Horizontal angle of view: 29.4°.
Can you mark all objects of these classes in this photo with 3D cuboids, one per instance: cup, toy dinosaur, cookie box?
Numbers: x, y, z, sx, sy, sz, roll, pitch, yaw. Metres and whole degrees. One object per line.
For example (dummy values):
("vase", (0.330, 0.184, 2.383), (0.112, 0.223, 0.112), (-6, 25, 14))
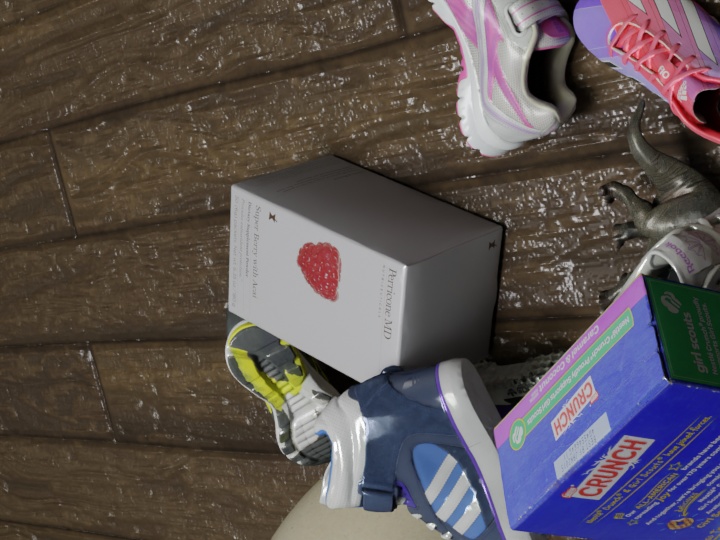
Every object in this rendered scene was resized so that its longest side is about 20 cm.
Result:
("cup", (0.045, 0.212, 1.133), (0.200, 0.200, 0.144), (36, 105, 31))
("toy dinosaur", (0.218, -0.015, 0.941), (0.102, 0.077, 0.201), (0, 90, 30))
("cookie box", (0.208, 0.095, 0.818), (0.171, 0.199, 0.075), (-54, 34, 43))

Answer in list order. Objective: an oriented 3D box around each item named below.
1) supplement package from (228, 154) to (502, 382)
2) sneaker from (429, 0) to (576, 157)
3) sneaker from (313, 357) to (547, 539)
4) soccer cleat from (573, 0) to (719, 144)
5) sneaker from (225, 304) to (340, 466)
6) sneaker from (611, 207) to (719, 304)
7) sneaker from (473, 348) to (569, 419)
("supplement package", (0.000, 0.000, 1.125), (0.200, 0.119, 0.122), (25, 122, 38))
("sneaker", (0.108, -0.183, 0.978), (0.088, 0.081, 0.201), (-1, 112, 45))
("sneaker", (0.047, 0.167, 1.034), (0.146, 0.081, 0.201), (-20, 109, 17))
("soccer cleat", (0.209, -0.131, 0.887), (0.200, 0.076, 0.067), (38, 130, 30))
("sneaker", (-0.061, 0.096, 1.243), (0.085, 0.074, 0.200), (-107, -8, -50))
("sneaker", (0.229, -0.002, 0.842), (0.075, 0.200, 0.100), (45, 176, 33))
("sneaker", (0.121, 0.126, 1.087), (0.200, 0.069, 0.100), (-14, 103, 51))
